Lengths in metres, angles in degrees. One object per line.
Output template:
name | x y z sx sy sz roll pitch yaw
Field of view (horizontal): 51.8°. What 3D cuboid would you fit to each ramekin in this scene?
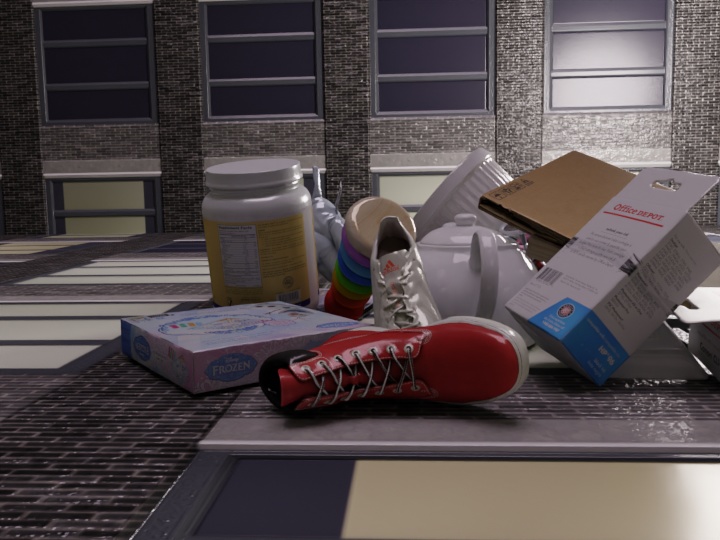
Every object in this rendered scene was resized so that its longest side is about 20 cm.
ramekin | 0.151 -0.068 1.076 0.105 0.200 0.200 41 16 8

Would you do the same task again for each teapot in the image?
teapot | 0.123 0.008 0.854 0.199 0.147 0.197 7 10 43

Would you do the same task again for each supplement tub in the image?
supplement tub | -0.132 -0.039 0.978 0.145 0.201 0.145 -4 16 1

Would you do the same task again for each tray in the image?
tray | 0.263 0.048 0.757 0.107 0.022 0.200 0 24 -1

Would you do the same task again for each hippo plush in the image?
hippo plush | -0.087 -0.032 1.224 0.160 0.201 0.159 -26 42 -28

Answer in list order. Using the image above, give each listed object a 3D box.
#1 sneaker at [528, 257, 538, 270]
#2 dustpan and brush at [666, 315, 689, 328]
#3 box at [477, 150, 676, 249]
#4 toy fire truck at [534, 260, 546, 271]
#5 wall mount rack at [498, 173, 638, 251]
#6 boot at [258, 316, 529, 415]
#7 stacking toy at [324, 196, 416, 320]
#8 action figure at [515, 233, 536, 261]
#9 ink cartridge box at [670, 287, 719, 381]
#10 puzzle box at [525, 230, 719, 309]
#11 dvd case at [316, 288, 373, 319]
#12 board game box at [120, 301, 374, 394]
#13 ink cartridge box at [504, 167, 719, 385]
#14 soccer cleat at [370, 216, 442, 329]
sneaker | 0.189 0.019 1.054 0.078 0.086 0.200 42 -4 14
dustpan and brush | 0.294 0.054 0.893 0.139 0.058 0.200 3 13 -2
box | 0.261 -0.079 0.860 0.200 0.021 0.163 -26 45 -37
toy fire truck | 0.327 -0.002 1.037 0.167 0.113 0.200 1 6 9
wall mount rack | 0.284 -0.050 0.934 0.199 0.075 0.174 -22 18 -3
boot | 0.019 0.082 0.582 0.199 0.073 0.144 -6 2 41
stacking toy | 0.000 0.000 0.915 0.085 0.086 0.200 -3 -31 -20
action figure | 0.280 -0.027 1.189 0.148 0.135 0.200 4 5 40
ink cartridge box | 0.377 0.060 0.674 0.199 0.068 0.117 1 12 7
puzzle box | 0.300 -0.021 0.825 0.199 0.026 0.133 23 39 25
dvd case | -0.048 0.047 1.106 0.148 0.016 0.200 0 7 14
board game box | -0.122 0.073 0.778 0.199 0.044 0.199 -5 7 -35
ink cartridge box | 0.246 -0.001 0.693 0.200 0.068 0.116 -45 19 -1
soccer cleat | 0.040 0.026 0.726 0.069 0.078 0.200 -12 39 0
